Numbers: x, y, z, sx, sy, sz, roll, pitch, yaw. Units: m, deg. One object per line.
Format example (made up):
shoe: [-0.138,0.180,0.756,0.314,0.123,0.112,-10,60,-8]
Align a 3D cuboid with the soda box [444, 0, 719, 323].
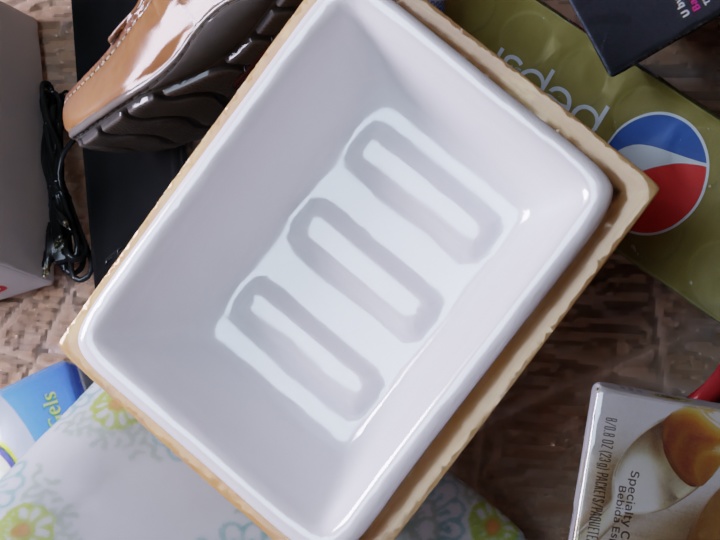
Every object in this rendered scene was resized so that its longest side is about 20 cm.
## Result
soda box: [0.107,-0.049,1.123,0.200,0.064,0.068,37,99,33]

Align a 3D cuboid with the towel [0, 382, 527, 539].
towel: [-0.047,0.121,1.110,0.200,0.048,0.171,37,59,11]

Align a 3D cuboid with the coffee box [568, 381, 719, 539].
coffee box: [0.173,0.112,0.982,0.199,0.080,0.115,9,87,4]

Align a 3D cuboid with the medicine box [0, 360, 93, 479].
medicine box: [-0.164,0.169,1.196,0.199,0.103,0.183,-26,66,12]

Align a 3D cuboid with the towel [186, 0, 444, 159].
towel: [-0.025,-0.038,1.179,0.146,0.024,0.201,18,109,42]

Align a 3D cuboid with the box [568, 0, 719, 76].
box: [0.167,-0.176,1.066,0.199,0.122,0.106,-29,93,22]

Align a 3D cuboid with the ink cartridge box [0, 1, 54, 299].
ink cartridge box: [-0.260,-0.064,1.271,0.147,0.200,0.146,-15,68,28]

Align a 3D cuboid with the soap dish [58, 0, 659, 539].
soap dish: [0.000,0.000,1.070,0.157,0.081,0.200,39,99,14]

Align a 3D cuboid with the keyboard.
keyboard: [-0.115,-0.072,1.265,0.127,0.021,0.201,-37,50,45]

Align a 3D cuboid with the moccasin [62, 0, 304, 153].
moccasin: [-0.060,-0.117,1.135,0.201,0.073,0.078,-45,57,42]

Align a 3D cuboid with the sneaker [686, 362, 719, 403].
sneaker: [0.111,0.102,1.072,0.077,0.085,0.200,43,101,32]
